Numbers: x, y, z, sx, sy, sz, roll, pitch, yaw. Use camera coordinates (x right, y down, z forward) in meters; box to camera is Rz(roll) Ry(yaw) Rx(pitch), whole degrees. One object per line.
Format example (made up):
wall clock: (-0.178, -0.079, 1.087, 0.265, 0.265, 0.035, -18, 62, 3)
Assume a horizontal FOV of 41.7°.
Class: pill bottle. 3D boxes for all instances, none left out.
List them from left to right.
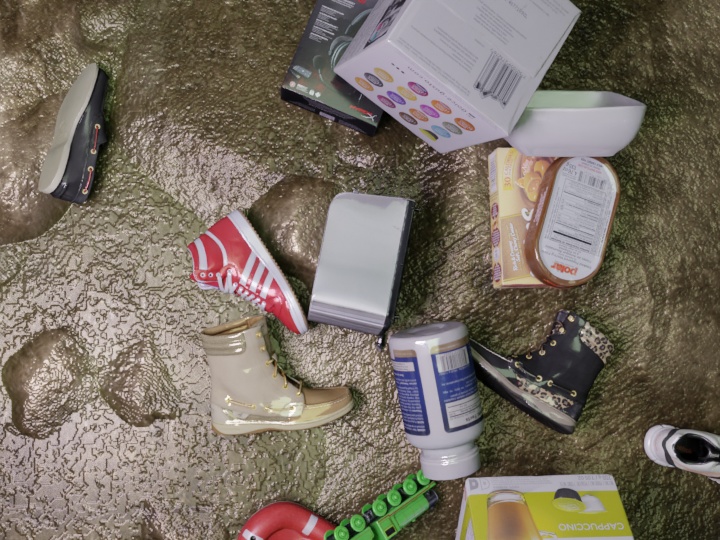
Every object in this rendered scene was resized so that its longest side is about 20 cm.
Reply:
pill bottle: (0.109, 0.178, 1.297, 0.111, 0.111, 0.201, -11, 95, -6)

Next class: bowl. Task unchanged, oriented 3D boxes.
bowl: (0.280, -0.206, 1.325, 0.199, 0.200, 0.075, 0, 106, -4)

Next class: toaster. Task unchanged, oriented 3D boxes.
toaster: (0.000, 0.000, 1.281, 0.118, 0.181, 0.201, 11, 83, -2)

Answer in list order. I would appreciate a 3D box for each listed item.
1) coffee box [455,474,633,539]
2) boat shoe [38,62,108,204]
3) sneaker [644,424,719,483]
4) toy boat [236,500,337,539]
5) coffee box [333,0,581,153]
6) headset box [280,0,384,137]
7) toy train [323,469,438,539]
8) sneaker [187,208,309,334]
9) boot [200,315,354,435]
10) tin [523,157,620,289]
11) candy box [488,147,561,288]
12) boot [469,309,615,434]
coffee box: (0.235, 0.403, 1.212, 0.199, 0.200, 0.198, -1, 42, -5)
boat shoe: (-0.388, -0.191, 1.319, 0.063, 0.074, 0.202, 24, 70, -39)
sneaker: (0.514, 0.271, 1.358, 0.199, 0.080, 0.074, 10, 83, -6)
toy boat: (-0.073, 0.399, 1.262, 0.200, 0.131, 0.131, 32, 83, -2)
coffee box: (0.122, -0.299, 1.243, 0.199, 0.198, 0.200, 35, 78, -18)
headset box: (-0.010, -0.316, 1.356, 0.149, 0.077, 0.200, 23, 85, -4)
toy train: (0.034, 0.335, 1.281, 0.200, 0.042, 0.056, -24, 80, -38)
sneaker: (-0.162, 0.024, 1.315, 0.112, 0.071, 0.200, -32, 81, -11)
boot: (-0.113, 0.137, 1.294, 0.199, 0.073, 0.156, -6, 103, 0)
tin: (0.299, -0.073, 1.332, 0.112, 0.042, 0.201, 18, 81, -6)
candy box: (0.250, -0.076, 1.371, 0.115, 0.055, 0.201, -1, 85, -7)
boot: (0.253, 0.120, 1.348, 0.200, 0.073, 0.151, 35, 77, 8)
